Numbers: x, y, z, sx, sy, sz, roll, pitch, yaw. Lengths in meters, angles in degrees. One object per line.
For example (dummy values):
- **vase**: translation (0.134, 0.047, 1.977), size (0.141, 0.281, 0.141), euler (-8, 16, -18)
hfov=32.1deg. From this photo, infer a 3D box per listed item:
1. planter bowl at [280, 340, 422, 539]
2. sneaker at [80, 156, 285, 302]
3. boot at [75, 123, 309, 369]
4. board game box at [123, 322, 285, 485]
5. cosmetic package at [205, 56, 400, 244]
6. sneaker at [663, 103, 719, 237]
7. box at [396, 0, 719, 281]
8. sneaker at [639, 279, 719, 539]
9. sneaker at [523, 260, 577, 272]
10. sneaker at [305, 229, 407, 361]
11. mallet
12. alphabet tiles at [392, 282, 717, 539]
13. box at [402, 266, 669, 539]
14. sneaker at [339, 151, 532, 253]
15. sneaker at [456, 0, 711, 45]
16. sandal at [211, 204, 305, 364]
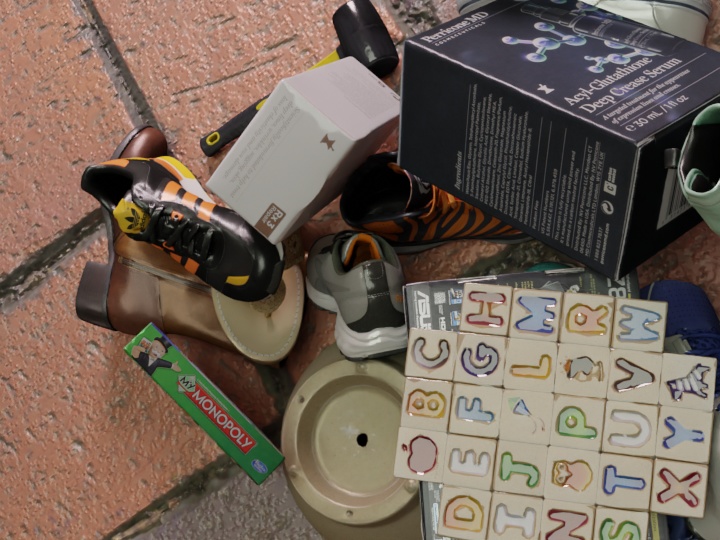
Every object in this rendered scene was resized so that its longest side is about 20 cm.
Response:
- **planter bowl**: translation (0.020, 0.131, 0.949), size (0.200, 0.135, 0.201), euler (-3, 81, 23)
- **sneaker**: translation (-0.144, -0.031, 0.978), size (0.200, 0.090, 0.070), euler (36, 116, 39)
- **boot**: translation (-0.133, -0.025, 1.075), size (0.199, 0.068, 0.189), euler (9, 73, 17)
- **board game box**: translation (-0.120, 0.098, 0.957), size (0.029, 0.200, 0.135), euler (-44, 93, -8)
- **cosmetic package**: translation (-0.034, -0.097, 0.951), size (0.074, 0.200, 0.102), euler (40, 108, 2)
- **sneaker**: translation (0.231, -0.001, 0.745), size (0.074, 0.118, 0.201), euler (-20, 62, 49)
- **box**: translation (0.148, -0.104, 0.872), size (0.200, 0.148, 0.107), euler (30, 135, 34)
- **sneaker**: translation (0.246, 0.092, 0.828), size (0.080, 0.115, 0.200), euler (3, 65, -18)
- **sneaker**: translation (0.180, 0.074, 0.921), size (0.077, 0.080, 0.200), euler (-37, 70, 13)
- **sneaker**: translation (0.000, 0.000, 0.960), size (0.074, 0.200, 0.080), euler (-10, 108, -10)
- **mallet**: translation (-0.062, -0.166, 1.083), size (0.200, 0.041, 0.066), euler (-24, 74, 22)
- **alphabet tiles**: translation (0.122, 0.096, 0.801), size (0.199, 0.006, 0.167), euler (5, 82, 16)
- **box**: translation (0.116, 0.101, 0.839), size (0.161, 0.049, 0.201), euler (-7, 78, 8)
- **sneaker**: translation (0.077, -0.059, 0.965), size (0.199, 0.112, 0.078), euler (-17, 76, 19)
- **sneaker**: translation (0.167, -0.190, 0.969), size (0.199, 0.073, 0.071), euler (7, 80, 23)
- **sandal**: translation (-0.083, -0.035, 1.020), size (0.077, 0.070, 0.212), euler (1, 66, -2)
